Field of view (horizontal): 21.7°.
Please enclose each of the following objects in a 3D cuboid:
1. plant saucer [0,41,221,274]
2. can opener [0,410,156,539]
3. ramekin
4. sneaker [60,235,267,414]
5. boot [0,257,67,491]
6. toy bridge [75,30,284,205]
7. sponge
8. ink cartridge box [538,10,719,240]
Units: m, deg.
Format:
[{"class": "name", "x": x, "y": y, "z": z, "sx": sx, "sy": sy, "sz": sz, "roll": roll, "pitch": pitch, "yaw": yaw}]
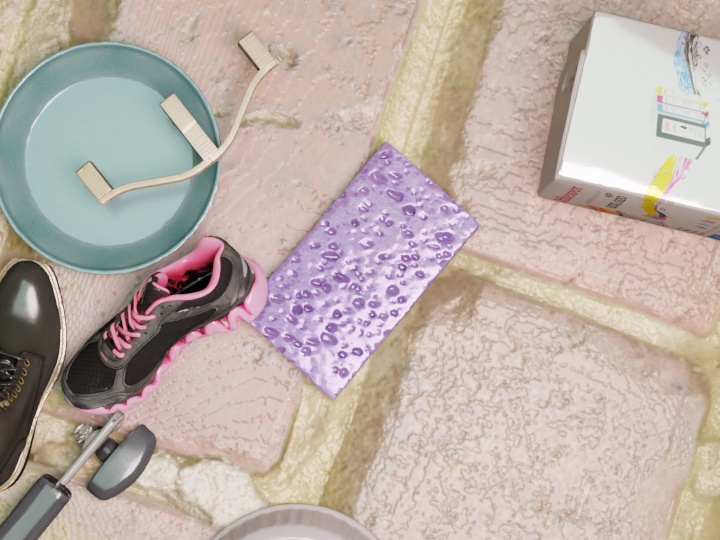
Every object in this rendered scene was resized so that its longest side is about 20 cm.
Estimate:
[{"class": "plant saucer", "x": -0.219, "y": -0.096, "z": 1.628, "sx": 0.198, "sy": 0.036, "sz": 0.202, "roll": 0, "pitch": 86, "yaw": -2}, {"class": "can opener", "x": -0.257, "y": 0.201, "z": 1.596, "sx": 0.066, "sy": 0.053, "sz": 0.200, "roll": 43, "pitch": 86, "yaw": 1}, {"class": "ramekin", "x": -0.056, "y": 0.297, "z": 1.573, "sx": 0.201, "sy": 0.094, "sz": 0.204, "roll": 0, "pitch": 85, "yaw": -2}, {"class": "sneaker", "x": -0.176, "y": 0.040, "z": 1.580, "sx": 0.200, "sy": 0.095, "sz": 0.079, "roll": -37, "pitch": 60, "yaw": -4}, {"class": "boot", "x": -0.294, "y": 0.087, "z": 1.561, "sx": 0.077, "sy": 0.138, "sz": 0.202, "roll": 7, "pitch": 85, "yaw": -1}, {"class": "toy bridge", "x": -0.144, "y": -0.120, "z": 1.600, "sx": 0.200, "sy": 0.027, "sz": 0.067, "roll": -39, "pitch": 90, "yaw": -4}, {"class": "sponge", "x": 0.000, "y": 0.000, "z": 1.629, "sx": 0.111, "sy": 0.030, "sz": 0.200, "roll": 40, "pitch": 87, "yaw": 3}, {"class": "ink cartridge box", "x": 0.264, "y": -0.115, "z": 1.586, "sx": 0.199, "sy": 0.147, "sz": 0.146, "roll": 13, "pitch": 86, "yaw": 0}]
